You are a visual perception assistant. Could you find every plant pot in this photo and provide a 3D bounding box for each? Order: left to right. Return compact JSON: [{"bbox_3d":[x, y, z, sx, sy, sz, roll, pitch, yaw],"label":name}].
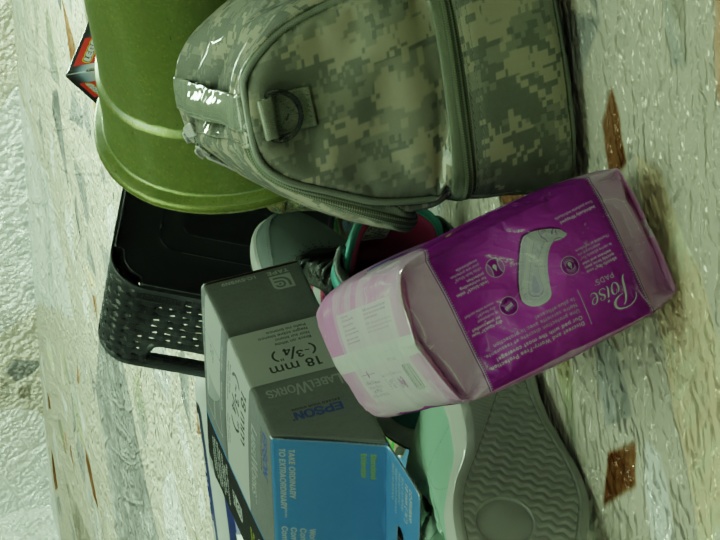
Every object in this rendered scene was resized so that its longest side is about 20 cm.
[{"bbox_3d":[-0.083,-0.169,1.495,0.200,0.199,0.190,-112,1,-47],"label":"plant pot"}]

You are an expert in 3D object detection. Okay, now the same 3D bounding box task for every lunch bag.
[{"bbox_3d":[0.001,-0.094,1.349,0.200,0.167,0.140,-151,54,-75],"label":"lunch bag"}]

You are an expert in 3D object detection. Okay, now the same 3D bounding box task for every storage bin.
[{"bbox_3d":[-0.087,-0.039,1.735,0.094,0.134,0.201,107,172,-54],"label":"storage bin"}]

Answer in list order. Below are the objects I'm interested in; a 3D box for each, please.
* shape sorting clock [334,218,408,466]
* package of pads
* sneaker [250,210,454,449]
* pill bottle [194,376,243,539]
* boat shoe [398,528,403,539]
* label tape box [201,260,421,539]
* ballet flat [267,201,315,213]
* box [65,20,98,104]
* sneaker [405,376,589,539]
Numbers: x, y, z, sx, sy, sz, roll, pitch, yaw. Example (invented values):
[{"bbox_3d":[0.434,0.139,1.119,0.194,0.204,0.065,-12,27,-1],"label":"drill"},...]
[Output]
[{"bbox_3d":[0.008,0.040,1.711,0.200,0.039,0.201,171,90,-78],"label":"shape sorting clock"},{"bbox_3d":[0.057,0.015,1.261,0.076,0.120,0.200,64,168,0],"label":"package of pads"},{"bbox_3d":[0.000,0.000,1.558,0.200,0.083,0.121,47,146,36],"label":"sneaker"},{"bbox_3d":[-0.056,0.115,1.882,0.111,0.110,0.201,-168,70,-77],"label":"pill bottle"},{"bbox_3d":[0.028,0.161,1.642,0.072,0.068,0.200,57,173,6],"label":"boat shoe"},{"bbox_3d":[-0.030,0.114,1.500,0.200,0.063,0.145,-119,21,-46],"label":"label tape box"},{"bbox_3d":[-0.009,-0.089,1.606,0.200,0.070,0.071,-59,-29,-60],"label":"ballet flat"},{"bbox_3d":[-0.110,-0.204,1.739,0.110,0.035,0.201,-6,55,41],"label":"box"},{"bbox_3d":[0.068,0.133,1.412,0.201,0.073,0.119,-97,14,-47],"label":"sneaker"}]
